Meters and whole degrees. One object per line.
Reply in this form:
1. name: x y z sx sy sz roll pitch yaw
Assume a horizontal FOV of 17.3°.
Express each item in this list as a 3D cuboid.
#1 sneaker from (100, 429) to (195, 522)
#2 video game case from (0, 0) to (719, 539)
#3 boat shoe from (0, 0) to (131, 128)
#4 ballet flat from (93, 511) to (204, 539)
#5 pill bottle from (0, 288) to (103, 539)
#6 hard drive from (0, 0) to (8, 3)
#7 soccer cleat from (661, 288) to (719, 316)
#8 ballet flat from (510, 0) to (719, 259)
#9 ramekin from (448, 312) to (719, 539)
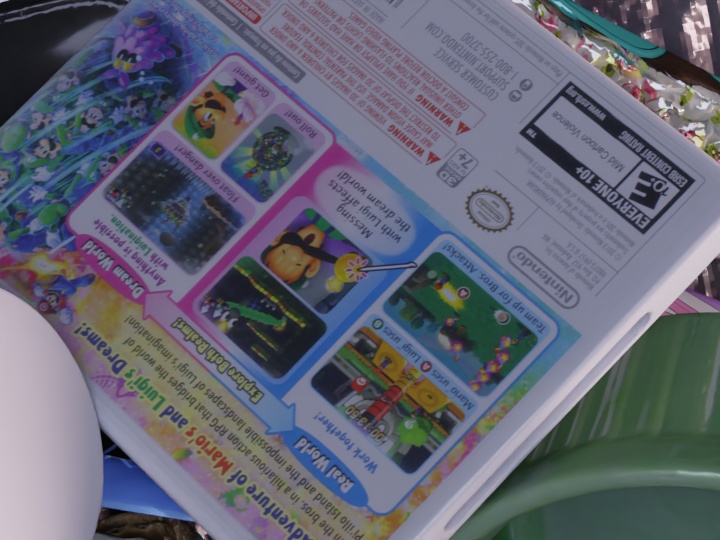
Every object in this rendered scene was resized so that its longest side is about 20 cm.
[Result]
1. sneaker: -0.049 0.043 0.792 0.199 0.070 0.078 11 92 -21
2. video game case: -0.014 -0.015 0.722 0.182 0.024 0.200 -45 65 -8
3. boat shoe: -0.149 -0.037 0.774 0.200 0.063 0.074 -26 90 -9
4. ballet flat: -0.139 0.123 0.781 0.199 0.066 0.071 -19 47 -19
5. pill bottle: -0.183 0.069 0.711 0.199 0.116 0.117 -14 91 33
6. hard drive: -0.145 -0.029 0.817 0.131 0.026 0.201 18 86 -7
7. soccer cleat: 0.115 0.038 0.809 0.199 0.076 0.067 15 91 -2
8. ballet flat: 0.094 -0.050 0.811 0.199 0.076 0.064 30 98 1
9. ramekin: 0.114 0.110 0.759 0.199 0.098 0.201 8 127 11
